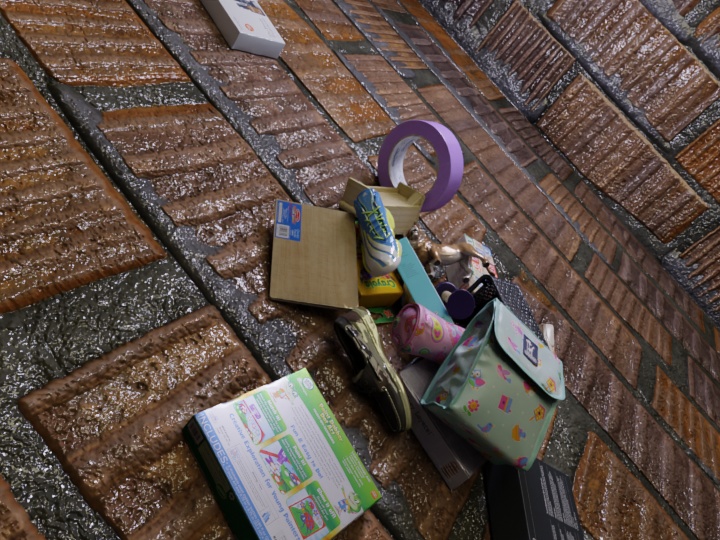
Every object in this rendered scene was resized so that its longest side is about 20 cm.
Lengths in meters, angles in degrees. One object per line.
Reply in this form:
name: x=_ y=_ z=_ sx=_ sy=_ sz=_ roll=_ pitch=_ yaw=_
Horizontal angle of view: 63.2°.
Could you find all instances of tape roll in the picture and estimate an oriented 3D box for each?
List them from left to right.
tape roll: x=0.135 y=-0.236 z=1.337 sx=0.065 sy=0.200 sz=0.202 roll=-14 pitch=63 yaw=-52

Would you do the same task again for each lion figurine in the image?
lion figurine: x=0.186 y=-0.035 z=1.257 sx=0.194 sy=0.074 sz=0.124 roll=10 pitch=33 yaw=-14

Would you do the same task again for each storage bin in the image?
storage bin: x=0.271 y=0.128 z=1.151 sx=0.092 sy=0.135 sz=0.204 roll=15 pitch=43 yaw=-35

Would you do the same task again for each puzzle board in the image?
puzzle board: x=-0.077 y=-0.027 z=0.987 sx=0.146 sy=0.018 sz=0.205 roll=9 pitch=53 yaw=-16

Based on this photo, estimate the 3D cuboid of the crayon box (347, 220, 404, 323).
crayon box: x=0.000 y=0.000 z=1.069 sx=0.125 sy=0.051 sz=0.203 roll=-1 pitch=55 yaw=-49

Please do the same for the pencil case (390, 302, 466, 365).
pencil case: x=0.146 y=0.127 z=0.978 sx=0.196 sy=0.088 sz=0.089 roll=28 pitch=36 yaw=-25

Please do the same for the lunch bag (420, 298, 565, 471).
lunch bag: x=0.217 y=0.170 z=0.901 sx=0.169 sy=0.122 sz=0.202 roll=39 pitch=72 yaw=-11

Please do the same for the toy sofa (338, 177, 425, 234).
toy sofa: x=0.046 y=-0.134 z=1.254 sx=0.082 sy=0.100 sz=0.197 roll=33 pitch=24 yaw=32

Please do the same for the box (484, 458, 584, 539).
box: x=0.275 y=0.401 z=0.914 sx=0.139 sy=0.079 sz=0.203 roll=34 pitch=35 yaw=-22

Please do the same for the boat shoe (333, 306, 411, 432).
boat shoe: x=0.015 y=0.159 z=0.905 sx=0.063 sy=0.073 sz=0.204 roll=-18 pitch=74 yaw=-27

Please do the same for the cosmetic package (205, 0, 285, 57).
cosmetic package: x=-0.289 y=-0.609 z=1.410 sx=0.149 sy=0.052 sz=0.203 roll=-12 pitch=63 yaw=-50

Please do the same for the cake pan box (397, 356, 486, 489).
cake pan box: x=0.148 y=0.232 z=0.983 sx=0.202 sy=0.052 sz=0.182 roll=54 pitch=32 yaw=13

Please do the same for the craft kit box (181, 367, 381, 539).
craft kit box: x=-0.090 y=0.238 z=0.717 sx=0.195 sy=0.049 sz=0.203 roll=-13 pitch=64 yaw=-50

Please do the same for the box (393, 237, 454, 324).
box: x=0.105 y=0.046 z=1.097 sx=0.048 sy=0.083 sz=0.203 roll=-20 pitch=63 yaw=-14

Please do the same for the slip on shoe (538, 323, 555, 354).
slip on shoe: x=0.402 y=0.199 z=1.299 sx=0.058 sy=0.078 sz=0.203 roll=3 pitch=45 yaw=10

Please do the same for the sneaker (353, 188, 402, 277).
sneaker: x=0.019 y=-0.076 z=1.035 sx=0.106 sy=0.074 sz=0.202 roll=59 pitch=12 yaw=-30

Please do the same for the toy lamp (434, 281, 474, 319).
toy lamp: x=0.175 y=0.055 z=1.127 sx=0.058 sy=0.059 sz=0.200 roll=41 pitch=2 yaw=-5

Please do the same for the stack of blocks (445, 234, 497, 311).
stack of blocks: x=0.255 y=0.013 z=1.331 sx=0.113 sy=0.059 sz=0.203 roll=27 pitch=37 yaw=-24
